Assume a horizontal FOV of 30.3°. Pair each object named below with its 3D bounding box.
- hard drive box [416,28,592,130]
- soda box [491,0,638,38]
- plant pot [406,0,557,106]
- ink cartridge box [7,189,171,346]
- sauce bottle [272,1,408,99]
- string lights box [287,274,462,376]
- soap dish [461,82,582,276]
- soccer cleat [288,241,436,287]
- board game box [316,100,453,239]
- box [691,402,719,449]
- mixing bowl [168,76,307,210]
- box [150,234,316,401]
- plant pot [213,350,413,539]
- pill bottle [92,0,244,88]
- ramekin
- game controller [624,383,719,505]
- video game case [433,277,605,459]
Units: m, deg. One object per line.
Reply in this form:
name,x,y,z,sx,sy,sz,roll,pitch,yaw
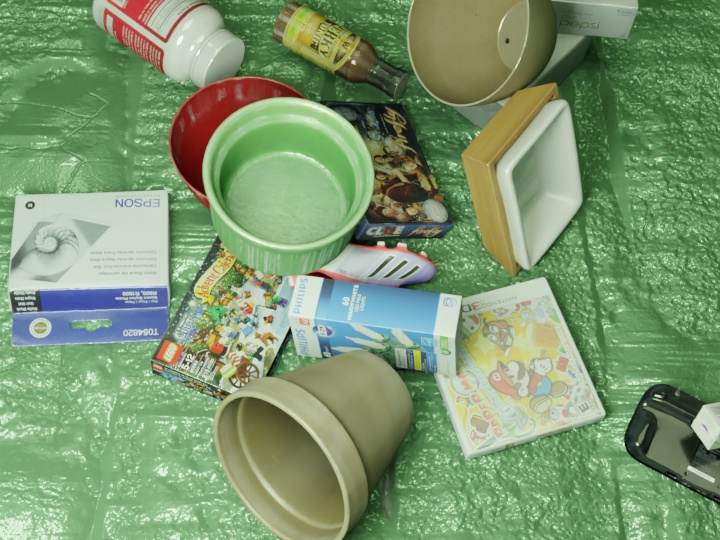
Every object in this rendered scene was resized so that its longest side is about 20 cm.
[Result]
hard drive box,0.200,-0.300,1.840,0.156,0.077,0.200,39,65,17
soda box,0.274,-0.369,1.806,0.198,0.064,0.069,5,59,-2
plant pot,0.177,-0.307,1.708,0.134,0.201,0.201,-1,52,-45
ink cartridge box,-0.334,-0.006,1.645,0.197,0.041,0.202,-3,60,-6
sauce bottle,-0.026,-0.301,1.831,0.199,0.065,0.065,29,61,13
string lights box,0.020,0.065,1.580,0.198,0.103,0.059,7,60,9
soap dish,0.205,-0.116,1.672,0.081,0.201,0.158,22,59,34
soccer cleat,0.000,0.000,1.640,0.198,0.067,0.077,12,76,-24
board game box,0.025,-0.131,1.723,0.134,0.035,0.201,-2,57,-33
box,0.484,0.172,1.572,0.198,0.039,0.042,-6,47,-26
mixing bowl,-0.143,-0.137,1.698,0.198,0.109,0.202,2,60,-4
box,-0.151,0.060,1.621,0.135,0.038,0.201,21,60,7
plant pot,-0.037,0.182,1.488,0.200,0.201,0.173,39,46,18
pill bottle,-0.257,-0.329,1.801,0.199,0.113,0.112,36,63,16
ramekin,-0.087,-0.092,1.559,0.198,0.098,0.202,3,63,-6
game controller,0.415,0.216,1.580,0.199,0.042,0.105,27,75,12
video game case,0.179,0.115,1.624,0.180,0.023,0.202,-14,62,-12
